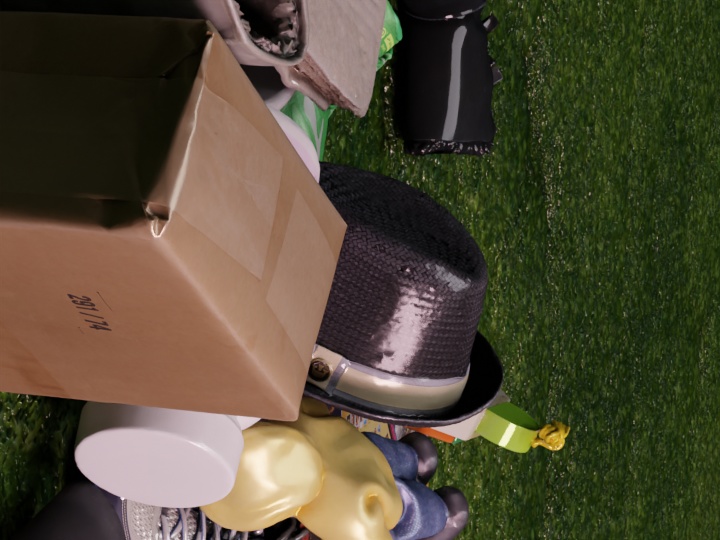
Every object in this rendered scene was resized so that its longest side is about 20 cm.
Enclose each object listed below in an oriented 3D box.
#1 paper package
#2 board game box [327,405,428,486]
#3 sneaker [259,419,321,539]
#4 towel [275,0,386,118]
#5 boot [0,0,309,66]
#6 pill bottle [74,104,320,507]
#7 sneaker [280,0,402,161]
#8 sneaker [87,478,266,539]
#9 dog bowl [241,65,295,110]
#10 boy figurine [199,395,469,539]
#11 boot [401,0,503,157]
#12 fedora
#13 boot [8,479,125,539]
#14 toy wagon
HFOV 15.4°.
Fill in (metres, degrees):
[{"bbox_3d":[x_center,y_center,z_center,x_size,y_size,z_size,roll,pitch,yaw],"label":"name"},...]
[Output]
[{"bbox_3d":[-0.124,-0.025,1.176,0.200,0.190,0.104,55,45,-59],"label":"paper package"},{"bbox_3d":[0.002,0.105,1.759,0.200,0.034,0.136,-33,125,-69],"label":"board game box"},{"bbox_3d":[-0.050,0.128,1.530,0.082,0.077,0.201,-121,-165,-52],"label":"sneaker"},{"bbox_3d":[-0.029,-0.176,1.485,0.200,0.034,0.133,48,47,-62],"label":"towel"},{"bbox_3d":[-0.113,-0.116,1.180,0.182,0.199,0.073,56,41,-59],"label":"boot"},{"bbox_3d":[-0.088,0.016,1.379,0.112,0.112,0.201,64,31,-54],"label":"pill bottle"},{"bbox_3d":[-0.020,-0.136,1.605,0.074,0.083,0.201,60,37,-69],"label":"sneaker"},{"bbox_3d":[-0.089,0.150,1.454,0.200,0.085,0.077,63,36,-53],"label":"sneaker"},{"bbox_3d":[-0.077,-0.173,1.485,0.200,0.058,0.201,4,90,-70],"label":"dog bowl"},{"bbox_3d":[-0.014,0.122,1.466,0.200,0.064,0.125,12,42,-57],"label":"boy figurine"},{"bbox_3d":[0.049,-0.159,1.828,0.198,0.073,0.163,-16,111,-70],"label":"boot"},{"bbox_3d":[0.000,0.000,1.497,0.092,0.200,0.201,-65,170,26],"label":"fedora"},{"bbox_3d":[-0.165,0.140,1.266,0.200,0.065,0.166,-28,127,-64],"label":"boot"},{"bbox_3d":[0.032,0.062,1.605,0.040,0.200,0.155,-61,165,12],"label":"toy wagon"}]
